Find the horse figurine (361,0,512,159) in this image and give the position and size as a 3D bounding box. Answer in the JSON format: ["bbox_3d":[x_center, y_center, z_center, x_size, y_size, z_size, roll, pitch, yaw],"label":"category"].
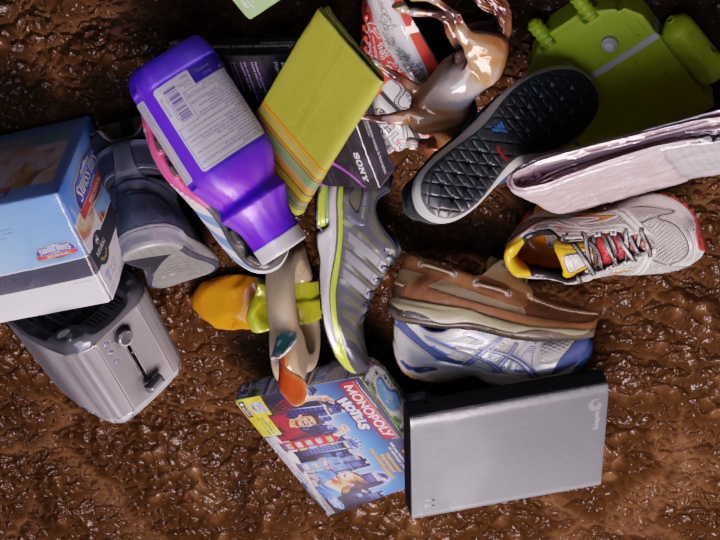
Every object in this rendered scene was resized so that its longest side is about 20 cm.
[{"bbox_3d":[0.069,-0.173,1.518,0.131,0.050,0.201,21,125,-22],"label":"horse figurine"}]

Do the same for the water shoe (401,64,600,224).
[{"bbox_3d":[0.115,-0.112,1.545,0.199,0.079,0.072,-34,99,-18],"label":"water shoe"}]

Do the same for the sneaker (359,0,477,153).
[{"bbox_3d":[0.016,-0.189,1.580,0.107,0.068,0.202,-19,125,19],"label":"sneaker"}]

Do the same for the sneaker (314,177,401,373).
[{"bbox_3d":[0.000,0.000,1.697,0.080,0.074,0.203,-3,104,1],"label":"sneaker"}]

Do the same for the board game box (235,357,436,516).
[{"bbox_3d":[0.009,0.156,1.823,0.198,0.062,0.201,-13,132,27],"label":"board game box"}]

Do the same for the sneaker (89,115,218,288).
[{"bbox_3d":[-0.195,-0.067,1.705,0.076,0.148,0.202,-18,166,2],"label":"sneaker"}]

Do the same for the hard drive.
[{"bbox_3d":[0.142,0.169,1.756,0.198,0.033,0.141,-9,130,-8],"label":"hard drive"}]

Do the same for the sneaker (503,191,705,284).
[{"bbox_3d":[0.220,-0.018,1.633,0.198,0.082,0.079,-5,113,37],"label":"sneaker"}]

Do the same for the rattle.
[{"bbox_3d":[-0.107,0.059,1.705,0.141,0.201,0.131,7,129,3],"label":"rattle"}]

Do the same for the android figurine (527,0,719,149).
[{"bbox_3d":[0.228,-0.165,1.587,0.181,0.041,0.200,-29,121,27],"label":"android figurine"}]

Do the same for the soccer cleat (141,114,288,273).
[{"bbox_3d":[-0.139,-0.080,1.636,0.070,0.086,0.201,-35,99,-12],"label":"soccer cleat"}]

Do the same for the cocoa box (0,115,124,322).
[{"bbox_3d":[-0.334,-0.042,1.703,0.198,0.134,0.132,-11,125,16],"label":"cocoa box"}]

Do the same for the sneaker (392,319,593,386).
[{"bbox_3d":[0.127,0.062,1.755,0.197,0.076,0.089,-1,127,9],"label":"sneaker"}]

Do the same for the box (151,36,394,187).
[{"bbox_3d":[-0.078,-0.142,1.611,0.198,0.036,0.144,2,130,32],"label":"box"}]

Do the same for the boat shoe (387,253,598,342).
[{"bbox_3d":[0.127,0.024,1.692,0.197,0.076,0.075,8,86,-5],"label":"boat shoe"}]

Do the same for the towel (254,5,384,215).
[{"bbox_3d":[-0.043,-0.133,1.538,0.086,0.018,0.200,48,141,10],"label":"towel"}]

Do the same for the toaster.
[{"bbox_3d":[-0.266,0.062,1.765,0.199,0.114,0.130,22,147,46],"label":"toaster"}]

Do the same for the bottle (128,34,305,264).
[{"bbox_3d":[-0.119,-0.102,1.559,0.201,0.083,0.065,57,156,-4],"label":"bottle"}]

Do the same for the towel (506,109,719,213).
[{"bbox_3d":[0.233,-0.087,1.524,0.189,0.200,0.033,-14,82,15],"label":"towel"}]

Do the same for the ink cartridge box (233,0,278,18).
[{"bbox_3d":[-0.048,-0.314,1.491,0.199,0.068,0.117,-27,119,27],"label":"ink cartridge box"}]
